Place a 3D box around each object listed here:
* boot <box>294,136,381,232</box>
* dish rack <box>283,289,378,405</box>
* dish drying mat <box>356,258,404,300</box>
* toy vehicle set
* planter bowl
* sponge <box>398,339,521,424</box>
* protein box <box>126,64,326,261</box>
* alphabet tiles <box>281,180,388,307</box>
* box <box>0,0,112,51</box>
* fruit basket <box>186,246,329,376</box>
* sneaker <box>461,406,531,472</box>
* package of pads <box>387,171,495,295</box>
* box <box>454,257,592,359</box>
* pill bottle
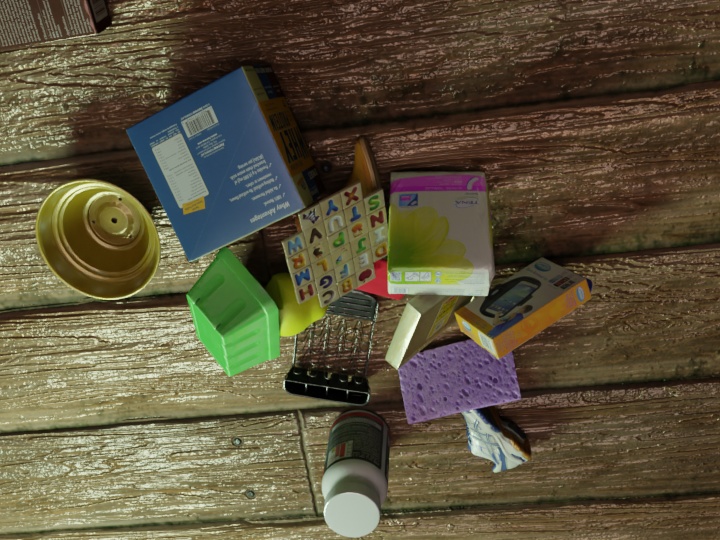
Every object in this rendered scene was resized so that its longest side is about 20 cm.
[{"bbox_3d":[-0.034,-0.096,1.243,0.140,0.071,0.205,-8,121,8],"label":"boot"},{"bbox_3d":[-0.046,0.121,1.365,0.149,0.055,0.205,8,117,-1],"label":"dish rack"},{"bbox_3d":[0.000,0.000,1.275,0.196,0.019,0.077,15,134,-30],"label":"dish drying mat"},{"bbox_3d":[0.121,0.055,1.232,0.026,0.199,0.126,38,135,20],"label":"toy vehicle set"},{"bbox_3d":[-0.398,-0.064,1.280,0.195,0.084,0.205,2,118,3],"label":"planter bowl"},{"bbox_3d":[0.163,0.179,1.357,0.195,0.030,0.114,-15,75,12],"label":"sponge"},{"bbox_3d":[-0.185,-0.155,1.163,0.195,0.135,0.204,-23,99,16],"label":"protein box"},{"bbox_3d":[-0.030,-0.033,1.177,0.164,0.006,0.202,-29,141,-15],"label":"alphabet tiles"},{"bbox_3d":[-0.458,-0.369,1.134,0.194,0.075,0.102,-7,118,6],"label":"box"},{"bbox_3d":[-0.154,0.052,1.272,0.156,0.214,0.217,45,116,17],"label":"fruit basket"},{"bbox_3d":[0.209,0.280,1.417,0.088,0.076,0.200,-36,107,24],"label":"sneaker"},{"bbox_3d":[0.116,-0.056,1.179,0.150,0.204,0.069,1,141,4],"label":"package of pads"},{"bbox_3d":[0.253,0.047,1.236,0.198,0.119,0.042,-33,116,-11],"label":"box"},{"bbox_3d":[-0.008,0.344,1.394,0.112,0.201,0.119,2,118,4],"label":"pill bottle"}]
